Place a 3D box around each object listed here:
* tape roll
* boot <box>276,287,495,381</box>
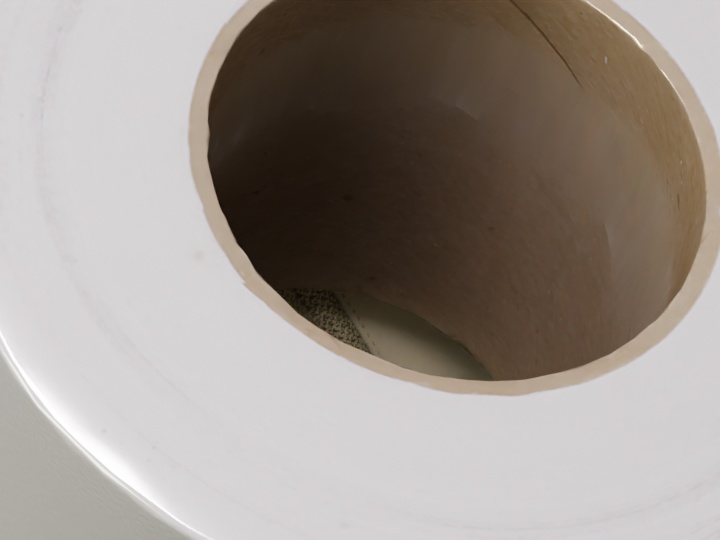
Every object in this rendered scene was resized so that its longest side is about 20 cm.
[{"bbox_3d":[0.005,0.014,0.575,0.203,0.202,0.139,61,155,23],"label":"tape roll"},{"bbox_3d":[-0.011,-0.038,0.728,0.200,0.155,0.073,53,158,15],"label":"boot"}]
